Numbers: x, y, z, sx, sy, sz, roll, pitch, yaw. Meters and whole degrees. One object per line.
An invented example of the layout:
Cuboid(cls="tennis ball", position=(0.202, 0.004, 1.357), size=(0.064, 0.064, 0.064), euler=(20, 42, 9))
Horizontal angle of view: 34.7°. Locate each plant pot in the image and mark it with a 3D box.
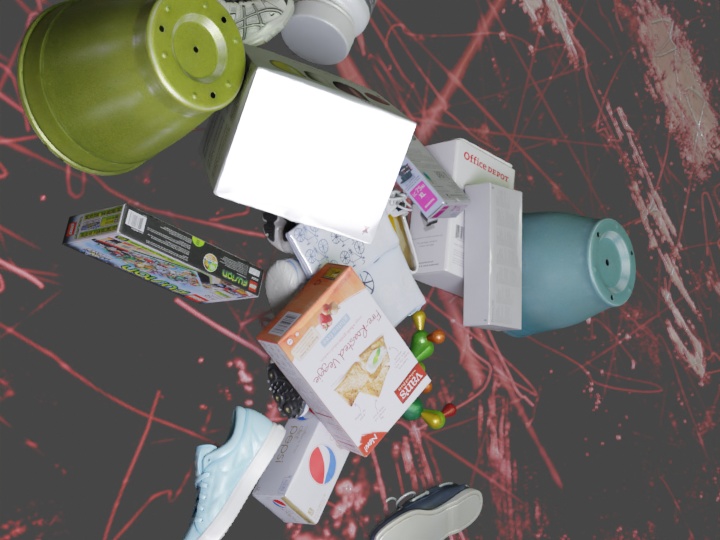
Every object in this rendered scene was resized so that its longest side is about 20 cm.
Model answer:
Cuboid(cls="plant pot", position=(0.315, -0.001, 1.793), size=(0.199, 0.187, 0.201), euler=(8, 79, -46))
Cuboid(cls="plant pot", position=(-0.232, -0.216, 1.242), size=(0.200, 0.192, 0.202), euler=(8, 79, -45))

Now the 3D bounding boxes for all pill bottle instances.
Cuboid(cls="pill bottle", position=(-0.029, -0.380, 1.538), size=(0.113, 0.113, 0.201), euler=(40, 56, -35))

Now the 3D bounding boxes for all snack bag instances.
Cuboid(cls="snack bag", position=(0.000, 0.000, 1.486), size=(0.188, 0.021, 0.201), euler=(-38, 109, -46))

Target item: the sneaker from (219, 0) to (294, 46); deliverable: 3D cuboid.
Cuboid(cls="sneaker", position=(-0.156, -0.310, 1.422), size=(0.088, 0.075, 0.200), euler=(56, 48, -25))

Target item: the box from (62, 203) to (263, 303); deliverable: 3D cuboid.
Cuboid(cls="box", position=(-0.217, -0.015, 1.288), size=(0.200, 0.110, 0.035), euler=(27, 66, -40))

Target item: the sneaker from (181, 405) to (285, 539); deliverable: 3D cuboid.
Cuboid(cls="sneaker", position=(-0.170, 0.247, 1.343), size=(0.082, 0.074, 0.200), euler=(34, 61, -3))

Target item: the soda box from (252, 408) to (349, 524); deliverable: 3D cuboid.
Cuboid(cls="soda box", position=(-0.056, 0.216, 1.458), size=(0.068, 0.063, 0.201), euler=(47, 54, -31))

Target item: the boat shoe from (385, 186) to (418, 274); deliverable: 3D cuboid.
Cuboid(cls="boat shoe", position=(0.041, -0.087, 1.588), size=(0.074, 0.086, 0.203), euler=(-17, 97, -47))

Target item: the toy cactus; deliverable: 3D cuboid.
Cuboid(cls="toy cactus", position=(0.055, 0.154, 1.575), size=(0.165, 0.102, 0.201), euler=(-40, 122, -32))

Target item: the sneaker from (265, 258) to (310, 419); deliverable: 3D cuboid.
Cuboid(cls="sneaker", position=(-0.078, 0.085, 1.451), size=(0.072, 0.072, 0.201), euler=(0, 86, -49))

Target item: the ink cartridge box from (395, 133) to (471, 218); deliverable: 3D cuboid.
Cuboid(cls="ink cartridge box", position=(0.061, -0.156, 1.585), size=(0.200, 0.042, 0.119), euler=(53, 20, 12))

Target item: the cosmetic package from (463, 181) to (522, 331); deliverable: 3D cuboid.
Cuboid(cls="cosmetic package", position=(0.187, -0.018, 1.638), size=(0.082, 0.050, 0.201), euler=(12, 77, -49))

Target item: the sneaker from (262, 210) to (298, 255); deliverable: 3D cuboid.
Cuboid(cls="sneaker", position=(-0.075, -0.119, 1.495), size=(0.083, 0.080, 0.201), euler=(20, 79, -58))

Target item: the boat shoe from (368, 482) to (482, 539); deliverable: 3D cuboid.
Cuboid(cls="boat shoe", position=(0.081, 0.338, 1.583), size=(0.199, 0.062, 0.075), euler=(-21, 116, -37))

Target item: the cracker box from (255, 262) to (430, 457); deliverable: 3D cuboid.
Cuboid(cls="cracker box", position=(-0.017, 0.109, 1.405), size=(0.134, 0.058, 0.200), euler=(-47, 119, -22))

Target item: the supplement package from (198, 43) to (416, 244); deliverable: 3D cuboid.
Cuboid(cls="supplement package", position=(-0.067, -0.150, 1.318), size=(0.190, 0.200, 0.148), euler=(17, 104, -18))

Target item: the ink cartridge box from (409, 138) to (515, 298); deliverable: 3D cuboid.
Cuboid(cls="ink cartridge box", position=(0.149, -0.074, 1.703), size=(0.146, 0.083, 0.201), euler=(21, 70, -43))
